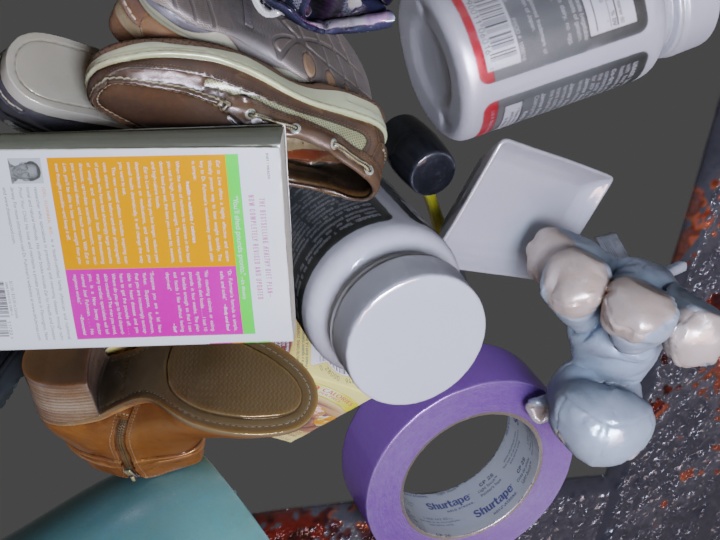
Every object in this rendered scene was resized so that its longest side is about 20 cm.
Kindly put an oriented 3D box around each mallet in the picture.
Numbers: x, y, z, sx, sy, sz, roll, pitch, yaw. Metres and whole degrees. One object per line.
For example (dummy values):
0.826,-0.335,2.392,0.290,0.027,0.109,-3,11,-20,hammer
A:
0.060,-0.039,0.886,0.041,0.066,0.200,-28,140,-5,mallet

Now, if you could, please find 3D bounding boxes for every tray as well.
0.126,-0.046,0.874,0.200,0.022,0.108,7,117,-54,tray

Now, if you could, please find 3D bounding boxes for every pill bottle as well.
0.138,-0.175,0.781,0.199,0.114,0.114,-20,124,-12,pill bottle
0.000,0.000,0.775,0.114,0.200,0.114,-10,121,-18,pill bottle

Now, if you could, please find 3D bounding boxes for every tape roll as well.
0.087,0.166,0.991,0.200,0.066,0.201,-10,120,-18,tape roll

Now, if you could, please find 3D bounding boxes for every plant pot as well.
-0.151,0.237,0.856,0.161,0.200,0.201,-37,127,-15,plant pot

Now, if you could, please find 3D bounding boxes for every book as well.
-0.142,-0.016,0.675,0.199,0.048,0.134,-1,113,1,book

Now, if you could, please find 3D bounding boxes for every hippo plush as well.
0.184,0.064,0.897,0.159,0.200,0.161,21,106,-6,hippo plush

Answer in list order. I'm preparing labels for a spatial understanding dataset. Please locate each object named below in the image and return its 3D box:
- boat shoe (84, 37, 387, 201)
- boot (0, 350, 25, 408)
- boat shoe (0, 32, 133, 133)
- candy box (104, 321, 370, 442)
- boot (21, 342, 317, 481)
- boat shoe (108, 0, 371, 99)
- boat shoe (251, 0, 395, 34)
-0.073,-0.088,0.702,0.202,0.075,0.075,9,150,-21,boat shoe
-0.280,-0.001,0.728,0.168,0.076,0.200,22,113,-36,boot
-0.155,-0.100,0.752,0.200,0.073,0.063,18,152,-36,boat shoe
-0.101,0.066,0.826,0.200,0.055,0.115,21,142,-31,candy box
-0.121,0.101,0.765,0.199,0.074,0.155,9,148,9,boot
-0.077,-0.148,0.747,0.200,0.076,0.072,23,140,-38,boat shoe
-0.064,-0.184,0.616,0.199,0.093,0.075,-3,144,-22,boat shoe
